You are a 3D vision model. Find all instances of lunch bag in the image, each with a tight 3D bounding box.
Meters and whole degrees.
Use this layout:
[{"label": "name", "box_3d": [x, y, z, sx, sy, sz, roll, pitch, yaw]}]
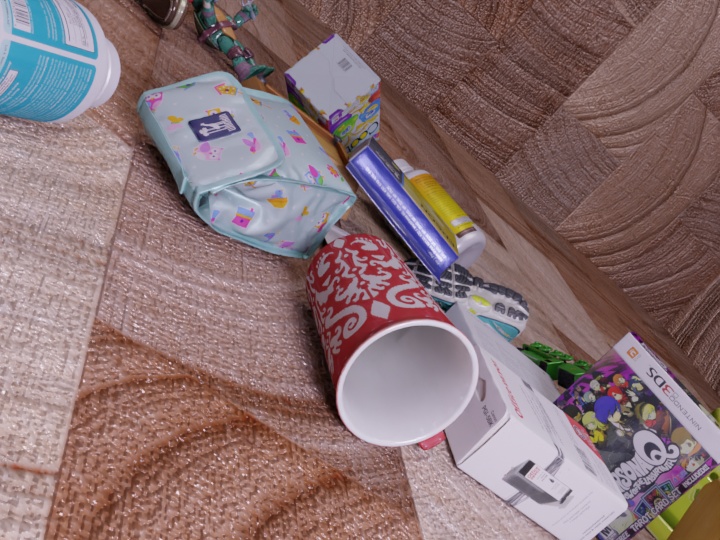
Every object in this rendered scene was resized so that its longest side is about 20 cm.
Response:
[{"label": "lunch bag", "box_3d": [-0.128, -0.115, 0.979, 0.199, 0.122, 0.171, 11, 38, -49]}]

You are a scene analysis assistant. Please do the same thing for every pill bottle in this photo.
[{"label": "pill bottle", "box_3d": [-0.287, -0.184, 0.768, 0.111, 0.111, 0.200, 48, 16, 14]}, {"label": "pill bottle", "box_3d": [0.103, -0.085, 1.492, 0.200, 0.109, 0.109, 51, 17, 22]}]

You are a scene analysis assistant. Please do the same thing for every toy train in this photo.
[{"label": "toy train", "box_3d": [0.290, 0.145, 1.389, 0.056, 0.042, 0.200, -5, 9, -19]}]

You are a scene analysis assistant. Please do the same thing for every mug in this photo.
[{"label": "mug", "box_3d": [0.015, 0.074, 0.909, 0.132, 0.179, 0.200, -2, 29, -16]}]

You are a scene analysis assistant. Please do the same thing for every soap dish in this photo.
[{"label": "soap dish", "box_3d": [-0.095, -0.170, 1.264, 0.199, 0.081, 0.158, 34, 19, -30]}]

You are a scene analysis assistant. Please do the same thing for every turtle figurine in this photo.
[{"label": "turtle figurine", "box_3d": [-0.221, -0.404, 1.517, 0.201, 0.100, 0.150, 59, 30, -4]}]

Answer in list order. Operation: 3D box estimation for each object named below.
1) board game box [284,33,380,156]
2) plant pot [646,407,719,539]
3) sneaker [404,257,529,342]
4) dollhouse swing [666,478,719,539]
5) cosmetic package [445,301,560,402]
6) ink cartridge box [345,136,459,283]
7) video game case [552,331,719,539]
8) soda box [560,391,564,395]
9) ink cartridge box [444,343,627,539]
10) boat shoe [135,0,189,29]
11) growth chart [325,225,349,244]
[{"label": "board game box", "box_3d": [-0.040, -0.249, 1.421, 0.105, 0.103, 0.200, 48, -11, 14]}, {"label": "plant pot", "box_3d": [0.517, 0.339, 1.315, 0.200, 0.182, 0.199, 48, 17, 12]}, {"label": "sneaker", "box_3d": [0.140, 0.048, 1.319, 0.199, 0.080, 0.078, 26, 39, 0]}, {"label": "dollhouse swing", "box_3d": [0.377, 0.354, 0.942, 0.182, 0.176, 0.200, 44, 15, 1]}, {"label": "cosmetic package", "box_3d": [0.199, 0.147, 1.248, 0.200, 0.052, 0.151, 38, 19, -22]}, {"label": "ink cartridge box", "box_3d": [0.061, -0.091, 1.269, 0.198, 0.047, 0.200, 50, 9, -9]}, {"label": "video game case", "box_3d": [0.319, 0.208, 1.121, 0.182, 0.200, 0.036, 52, 19, 24]}, {"label": "soda box", "box_3d": [0.329, 0.215, 1.378, 0.070, 0.063, 0.200, 48, 15, 10]}, {"label": "ink cartridge box", "box_3d": [0.183, 0.195, 1.028, 0.200, 0.083, 0.147, 38, 16, -23]}, {"label": "boat shoe", "box_3d": [-0.323, -0.427, 1.393, 0.074, 0.075, 0.203, 12, 27, -38]}, {"label": "growth chart", "box_3d": [0.000, 0.000, 1.188, 0.144, 0.018, 0.200, 34, 19, -35]}]
